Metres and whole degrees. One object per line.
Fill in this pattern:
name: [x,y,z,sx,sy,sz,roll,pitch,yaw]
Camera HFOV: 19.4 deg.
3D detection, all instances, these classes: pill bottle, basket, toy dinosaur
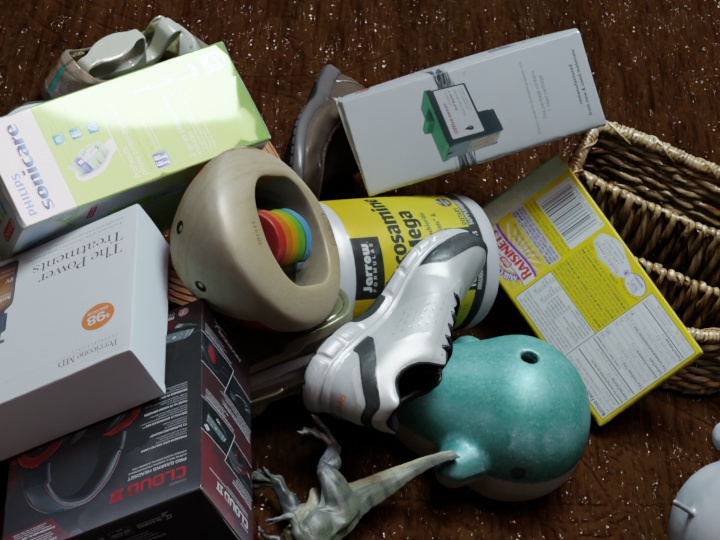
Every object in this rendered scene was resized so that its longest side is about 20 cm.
pill bottle: [0.000,0.000,1.644,0.199,0.113,0.113,-6,45,-32]
basket: [0.243,-0.007,1.749,0.200,0.149,0.143,25,37,1]
toy dinosaur: [-0.028,0.156,1.484,0.088,0.048,0.200,42,51,21]

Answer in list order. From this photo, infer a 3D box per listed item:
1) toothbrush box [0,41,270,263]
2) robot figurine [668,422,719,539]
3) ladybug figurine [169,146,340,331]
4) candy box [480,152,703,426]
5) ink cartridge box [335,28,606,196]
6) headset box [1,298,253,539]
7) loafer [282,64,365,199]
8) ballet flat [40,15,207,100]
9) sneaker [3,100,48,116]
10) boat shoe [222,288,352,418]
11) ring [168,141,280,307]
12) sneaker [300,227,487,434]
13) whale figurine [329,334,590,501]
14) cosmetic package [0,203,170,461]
toothbrush box: [-0.185,-0.072,1.523,0.200,0.146,0.086,-21,78,-27]
robot figurine: [0.312,0.191,1.571,0.200,0.113,0.170,-7,75,-34]
ladybug figurine: [-0.075,-0.016,1.477,0.200,0.072,0.136,2,67,-70]
candy box: [0.176,0.015,1.689,0.200,0.102,0.026,56,8,10]
ink cartridge box: [0.087,-0.129,1.706,0.199,0.085,0.146,-17,5,3]
headset box: [-0.150,0.131,1.374,0.148,0.075,0.200,-21,38,15]
loafer: [-0.022,-0.111,1.800,0.071,0.073,0.200,21,37,-1]
ballet flat: [-0.185,-0.180,1.805,0.068,0.067,0.200,40,40,20]
sneaker: [-0.185,-0.081,1.696,0.200,0.076,0.116,-9,55,-24]
boat shoe: [-0.094,0.078,1.531,0.199,0.069,0.075,-19,41,-14]
ring: [-0.137,-0.059,1.659,0.200,0.019,0.201,17,59,-31]
sneaker: [0.043,0.048,1.541,0.080,0.074,0.200,25,54,25]
whale figurine: [0.077,0.092,1.579,0.199,0.104,0.159,17,38,-3]
cosmetic package: [-0.226,0.053,1.414,0.200,0.052,0.151,-23,40,14]
